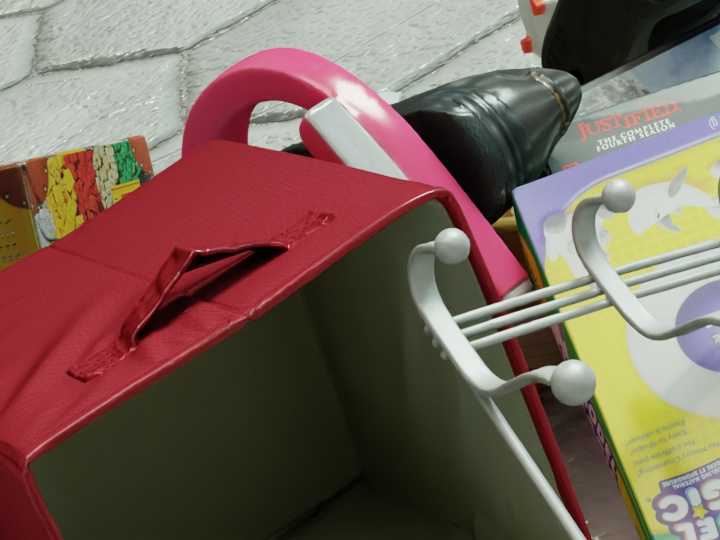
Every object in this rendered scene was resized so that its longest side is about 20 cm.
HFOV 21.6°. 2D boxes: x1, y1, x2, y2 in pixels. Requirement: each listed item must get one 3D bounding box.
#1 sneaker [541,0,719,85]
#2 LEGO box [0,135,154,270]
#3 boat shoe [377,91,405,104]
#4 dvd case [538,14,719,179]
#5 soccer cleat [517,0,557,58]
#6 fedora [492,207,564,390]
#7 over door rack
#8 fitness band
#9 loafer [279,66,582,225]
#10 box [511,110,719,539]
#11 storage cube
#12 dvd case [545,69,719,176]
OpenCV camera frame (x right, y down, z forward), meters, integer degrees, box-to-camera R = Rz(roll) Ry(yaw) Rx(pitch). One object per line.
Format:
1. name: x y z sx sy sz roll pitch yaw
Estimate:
1. sneaker: 0.156 -0.149 0.879 0.114 0.200 0.076 -32 70 -20
2. LEGO box: -0.226 -0.011 1.033 0.198 0.078 0.149 -11 6 19
3. boat shoe: -0.010 -0.045 0.994 0.056 0.069 0.200 -3 19 10
4. dvd case: 0.171 -0.023 0.791 0.142 0.018 0.201 -27 57 -10
5. soccer cleat: 0.152 -0.123 1.041 0.077 0.070 0.200 -23 34 -15
6. fedora: 0.081 -0.024 0.883 0.199 0.082 0.201 -16 27 8
7. over door rack: 0.122 0.053 0.581 0.147 0.067 0.201 -15 64 -27
8. fitness band: 0.000 0.000 0.779 0.037 0.201 0.144 -34 -8 -30
9. loafer: 0.022 -0.040 0.822 0.072 0.073 0.199 -32 11 -31
10. box: 0.140 0.039 0.688 0.116 0.048 0.201 -21 58 2
11. storage cube: -0.048 0.071 0.684 0.170 0.201 0.179 -33 23 -22
12. dvd case: 0.163 0.004 0.742 0.145 0.022 0.201 -18 57 4
